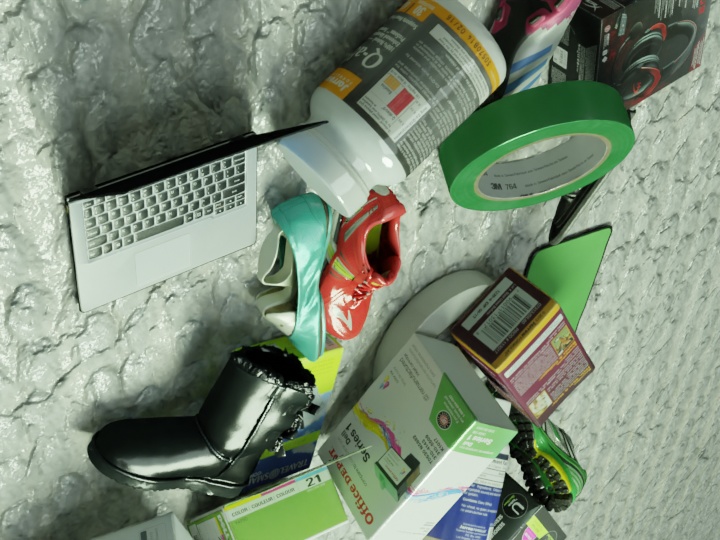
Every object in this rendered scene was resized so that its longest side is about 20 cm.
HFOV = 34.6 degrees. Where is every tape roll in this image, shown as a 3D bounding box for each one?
[{"bbox_3d":[0.183,-0.126,1.209,0.200,0.048,0.200,-14,161,-5],"label":"tape roll"},{"bbox_3d":[0.103,0.092,1.421,0.203,0.037,0.203,-28,140,-26],"label":"tape roll"}]

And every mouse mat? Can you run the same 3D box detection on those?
[{"bbox_3d":[0.263,0.036,1.561,0.161,0.008,0.200,-17,133,-36],"label":"mouse mat"}]

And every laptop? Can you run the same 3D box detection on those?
[{"bbox_3d":[-0.138,-0.043,0.979,0.187,0.116,0.200,-23,137,-30],"label":"laptop"}]

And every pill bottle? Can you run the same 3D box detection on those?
[{"bbox_3d":[0.027,-0.151,1.051,0.200,0.116,0.116,-44,144,-6],"label":"pill bottle"},{"bbox_3d":[0.116,0.245,1.396,0.116,0.116,0.200,23,78,-53],"label":"pill bottle"}]

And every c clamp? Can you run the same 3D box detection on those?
[{"bbox_3d":[0.277,-0.126,1.353,0.200,0.027,0.171,-60,-173,33],"label":"c clamp"}]

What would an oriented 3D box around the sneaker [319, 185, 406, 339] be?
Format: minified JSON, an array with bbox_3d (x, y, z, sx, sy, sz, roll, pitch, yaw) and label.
[{"bbox_3d":[0.000,0.000,1.188,0.077,0.085,0.200,-18,134,-34],"label":"sneaker"}]

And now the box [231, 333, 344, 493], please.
[{"bbox_3d":[-0.098,0.164,1.270,0.122,0.048,0.200,-13,130,-39],"label":"box"}]

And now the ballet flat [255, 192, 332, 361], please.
[{"bbox_3d":[-0.071,0.011,1.151,0.070,0.067,0.200,-11,129,-20],"label":"ballet flat"}]

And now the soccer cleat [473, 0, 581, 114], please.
[{"bbox_3d":[0.169,-0.238,1.171,0.200,0.070,0.086,-55,155,16],"label":"soccer cleat"}]

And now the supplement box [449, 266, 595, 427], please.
[{"bbox_3d":[0.203,0.098,1.427,0.110,0.086,0.200,-46,144,-4],"label":"supplement box"}]

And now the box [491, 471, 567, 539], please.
[{"bbox_3d":[0.149,0.312,1.530,0.124,0.200,0.149,-45,144,-4],"label":"box"}]

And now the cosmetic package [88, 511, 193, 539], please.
[{"bbox_3d":[-0.247,0.370,1.183,0.200,0.123,0.199,-18,141,2],"label":"cosmetic package"}]

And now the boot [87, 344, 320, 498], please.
[{"bbox_3d":[-0.148,0.143,1.139,0.198,0.073,0.163,19,118,-38],"label":"boot"}]

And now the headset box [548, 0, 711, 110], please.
[{"bbox_3d":[0.304,-0.267,1.268,0.200,0.075,0.149,-30,141,-23],"label":"headset box"}]

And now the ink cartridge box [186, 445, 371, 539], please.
[{"bbox_3d":[-0.081,0.270,1.276,0.148,0.076,0.200,-16,169,-37],"label":"ink cartridge box"}]

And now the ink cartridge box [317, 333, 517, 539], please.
[{"bbox_3d":[0.060,0.197,1.323,0.084,0.145,0.200,18,117,-44],"label":"ink cartridge box"}]

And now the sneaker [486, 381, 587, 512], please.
[{"bbox_3d":[0.236,0.227,1.575,0.078,0.200,0.085,-32,176,40],"label":"sneaker"}]
